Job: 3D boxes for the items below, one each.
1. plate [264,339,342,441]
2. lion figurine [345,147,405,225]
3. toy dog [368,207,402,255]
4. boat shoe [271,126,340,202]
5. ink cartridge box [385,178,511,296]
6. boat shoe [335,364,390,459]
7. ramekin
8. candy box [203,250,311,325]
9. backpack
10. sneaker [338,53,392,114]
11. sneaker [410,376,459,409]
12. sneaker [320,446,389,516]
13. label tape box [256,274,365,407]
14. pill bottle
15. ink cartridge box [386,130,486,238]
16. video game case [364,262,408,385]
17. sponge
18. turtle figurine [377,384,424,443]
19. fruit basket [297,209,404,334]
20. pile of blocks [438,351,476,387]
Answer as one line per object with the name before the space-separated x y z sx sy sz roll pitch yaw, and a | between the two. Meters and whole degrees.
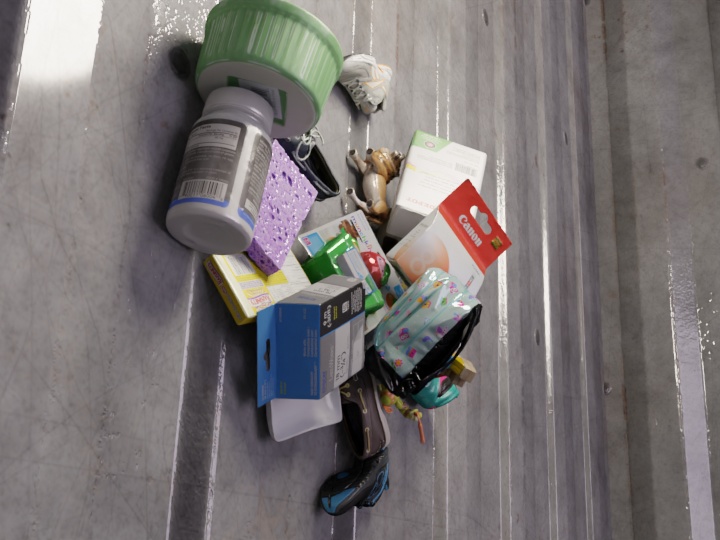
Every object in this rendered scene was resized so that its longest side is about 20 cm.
plate | -0.097 0.143 1.347 0.199 0.032 0.202 -1 85 -63
lion figurine | 0.027 -0.146 1.620 0.122 0.072 0.202 45 47 -51
toy dog | 0.094 -0.009 1.647 0.193 0.139 0.202 34 53 -39
boat shoe | -0.093 -0.192 1.407 0.201 0.061 0.075 65 34 -30
ink cartridge box | 0.162 -0.029 1.507 0.200 0.050 0.163 -42 116 -7
boat shoe | -0.012 0.208 1.456 0.059 0.071 0.202 -26 101 -46
ramekin | -0.130 -0.270 1.219 0.200 0.198 0.099 46 51 -49
candy box | -0.135 0.018 1.271 0.103 0.026 0.200 61 25 11
backpack | 0.099 0.097 1.407 0.126 0.200 0.167 42 1 5
sneaker | 0.005 -0.336 1.626 0.199 0.075 0.093 -1 88 -62
sneaker | 0.156 0.197 1.763 0.121 0.083 0.201 59 42 -28
sneaker | 0.003 0.354 1.442 0.200 0.073 0.083 -27 109 -61
label tape box | -0.066 0.102 1.271 0.200 0.063 0.146 -28 123 -57
pill bottle | -0.178 -0.133 1.168 0.114 0.113 0.202 46 46 -49
ink cartridge box | 0.139 -0.142 1.625 0.084 0.143 0.201 112 -4 -52
video game case | 0.061 0.080 1.525 0.199 0.022 0.184 -20 87 -29
sponge | -0.130 -0.095 1.306 0.112 0.030 0.201 52 33 -24
turtle figurine | 0.062 0.204 1.600 0.201 0.064 0.162 55 25 -15
fruit basket | 0.000 0.000 1.440 0.199 0.093 0.187 -27 89 -51
pile of blocks | 0.127 0.156 1.661 0.082 0.200 0.063 12 112 -49
